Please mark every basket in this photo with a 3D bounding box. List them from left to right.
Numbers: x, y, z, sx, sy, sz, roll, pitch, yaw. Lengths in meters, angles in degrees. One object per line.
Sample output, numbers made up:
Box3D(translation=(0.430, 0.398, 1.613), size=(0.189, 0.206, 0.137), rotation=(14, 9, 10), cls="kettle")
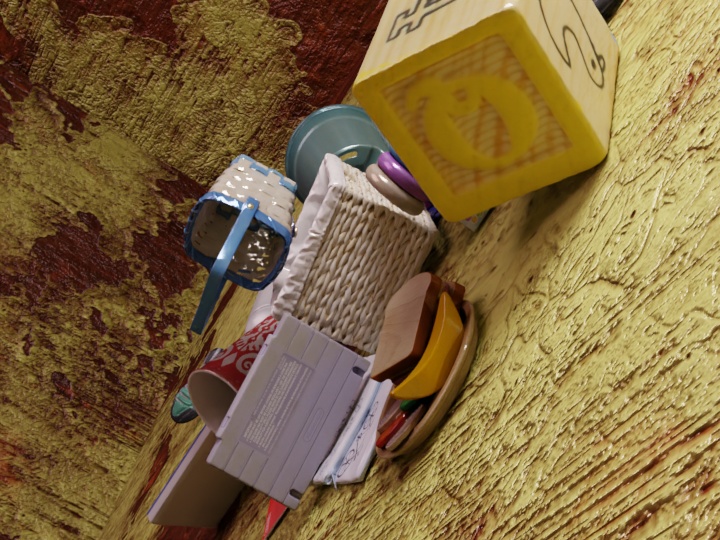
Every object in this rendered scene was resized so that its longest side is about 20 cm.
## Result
Box3D(translation=(-0.162, -0.032, 1.491), size=(0.202, 0.138, 0.177), rotation=(-63, 4, -32), cls="basket")
Box3D(translation=(-0.014, -0.020, 1.541), size=(0.202, 0.159, 0.198), rotation=(-63, 10, 13), cls="basket")

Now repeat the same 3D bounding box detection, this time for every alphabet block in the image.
Box3D(translation=(0.134, -0.205, 1.182), size=(0.194, 0.196, 0.202), rotation=(-23, 32, 33), cls="alphabet block")

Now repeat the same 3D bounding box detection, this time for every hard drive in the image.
Box3D(translation=(-0.228, 0.315, 1.791), size=(0.201, 0.131, 0.025), rotation=(-56, 46, 20), cls="hard drive")

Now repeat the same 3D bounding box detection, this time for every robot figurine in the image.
Box3D(translation=(-0.134, 0.087, 1.981), size=(0.201, 0.111, 0.172), rotation=(-76, 0, -57), cls="robot figurine")

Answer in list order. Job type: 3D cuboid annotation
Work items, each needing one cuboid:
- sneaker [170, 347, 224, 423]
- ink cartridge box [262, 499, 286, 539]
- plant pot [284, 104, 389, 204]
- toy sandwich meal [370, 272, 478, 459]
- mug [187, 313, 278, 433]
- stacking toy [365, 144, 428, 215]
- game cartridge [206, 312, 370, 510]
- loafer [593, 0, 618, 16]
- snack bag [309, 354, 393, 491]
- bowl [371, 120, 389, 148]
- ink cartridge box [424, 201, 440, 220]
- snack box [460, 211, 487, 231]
Box3D(translation=(-0.369, 0.277, 2.718), size=(0.201, 0.074, 0.088), rotation=(-53, -5, -13), cls="sneaker")
Box3D(translation=(-0.094, 0.241, 1.575), size=(0.177, 0.044, 0.201), rotation=(-55, 12, 20), cls="ink cartridge box")
Box3D(translation=(-0.020, -0.161, 1.954), size=(0.202, 0.198, 0.196), rotation=(-57, 18, 10), cls="plant pot")
Box3D(translation=(0.053, 0.096, 1.209), size=(0.207, 0.070, 0.206), rotation=(-56, 11, 17), cls="toy sandwich meal")
Box3D(translation=(-0.144, 0.158, 1.720), size=(0.200, 0.132, 0.179), rotation=(-42, -23, -38), cls="mug")
Box3D(translation=(0.094, -0.167, 1.375), size=(0.201, 0.085, 0.085), rotation=(-52, 12, 10), cls="stacking toy")
Box3D(translation=(-0.087, 0.168, 1.398), size=(0.202, 0.128, 0.038), rotation=(-62, 8, -8), cls="game cartridge")
Box3D(translation=(0.243, -0.310, 1.368), size=(0.200, 0.070, 0.068), rotation=(-44, 13, 16), cls="loafer")
Box3D(translation=(0.003, 0.171, 1.375), size=(0.191, 0.021, 0.200), rotation=(-63, 11, -18), cls="snack bag")
Box3D(translation=(0.084, -0.237, 1.567), size=(0.202, 0.104, 0.201), rotation=(-57, -1, -1), cls="bowl")
Box3D(translation=(0.129, -0.160, 1.636), size=(0.202, 0.042, 0.119), rotation=(-66, 12, -20), cls="ink cartridge box")
Box3D(translation=(0.154, -0.161, 1.441), size=(0.170, 0.067, 0.201), rotation=(-56, 10, 18), cls="snack box")
